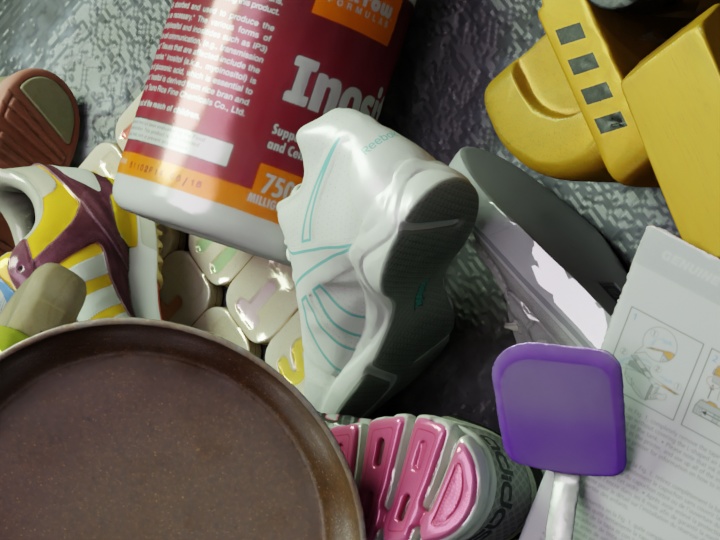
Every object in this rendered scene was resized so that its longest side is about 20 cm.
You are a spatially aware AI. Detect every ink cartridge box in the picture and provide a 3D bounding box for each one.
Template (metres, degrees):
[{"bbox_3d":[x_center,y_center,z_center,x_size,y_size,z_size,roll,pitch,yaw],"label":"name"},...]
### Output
[{"bbox_3d":[0.159,0.098,1.028,0.162,0.057,0.201,28,112,19],"label":"ink cartridge box"}]

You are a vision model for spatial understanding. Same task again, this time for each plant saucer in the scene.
[{"bbox_3d":[-0.096,0.116,1.065,0.199,0.034,0.201,0,100,2],"label":"plant saucer"}]

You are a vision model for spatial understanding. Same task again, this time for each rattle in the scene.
[{"bbox_3d":[-0.151,0.095,1.177,0.200,0.142,0.131,-52,29,42],"label":"rattle"}]

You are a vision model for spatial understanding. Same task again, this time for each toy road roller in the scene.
[{"bbox_3d":[0.142,-0.065,1.076,0.146,0.123,0.201,-41,61,41],"label":"toy road roller"}]

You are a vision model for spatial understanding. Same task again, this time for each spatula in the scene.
[{"bbox_3d":[0.082,0.122,1.037,0.056,0.021,0.201,6,109,22],"label":"spatula"}]

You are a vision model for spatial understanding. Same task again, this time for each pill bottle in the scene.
[{"bbox_3d":[-0.038,-0.109,1.203,0.113,0.113,0.201,17,89,36],"label":"pill bottle"}]

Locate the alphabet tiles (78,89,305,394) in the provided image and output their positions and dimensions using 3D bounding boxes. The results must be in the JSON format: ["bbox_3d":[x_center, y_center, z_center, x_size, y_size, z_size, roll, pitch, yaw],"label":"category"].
[{"bbox_3d":[-0.080,-0.001,1.284,0.196,0.015,0.200,-47,61,22],"label":"alphabet tiles"}]

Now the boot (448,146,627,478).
[{"bbox_3d":[0.084,0.039,1.128,0.096,0.073,0.200,-54,55,23],"label":"boot"}]

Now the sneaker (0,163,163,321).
[{"bbox_3d":[-0.142,0.034,1.228,0.075,0.090,0.200,-57,35,40],"label":"sneaker"}]

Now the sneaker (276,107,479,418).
[{"bbox_3d":[0.000,0.000,1.148,0.080,0.070,0.201,44,147,22],"label":"sneaker"}]

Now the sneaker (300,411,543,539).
[{"bbox_3d":[0.003,0.098,1.127,0.200,0.087,0.074,-3,76,45],"label":"sneaker"}]

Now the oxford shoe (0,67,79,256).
[{"bbox_3d":[-0.217,-0.015,1.329,0.074,0.071,0.200,-2,53,47],"label":"oxford shoe"}]
